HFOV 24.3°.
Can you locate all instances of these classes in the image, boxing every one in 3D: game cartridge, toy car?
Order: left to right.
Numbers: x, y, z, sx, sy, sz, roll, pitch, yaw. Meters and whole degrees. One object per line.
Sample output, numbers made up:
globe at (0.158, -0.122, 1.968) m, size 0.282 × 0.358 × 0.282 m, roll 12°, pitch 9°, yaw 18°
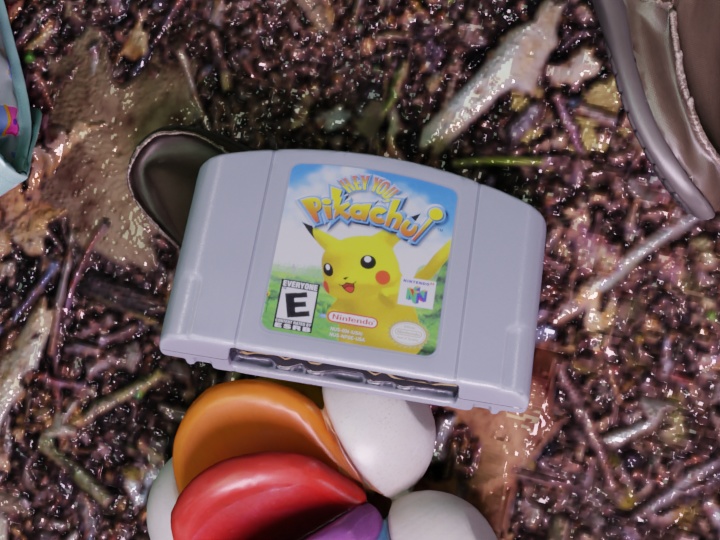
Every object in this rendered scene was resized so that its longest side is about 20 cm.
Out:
toy car at (-0.033, 0.148, 0.898) m, size 0.174 × 0.150 × 0.202 m, roll -31°, pitch 75°, yaw 15°
game cartridge at (0.000, 0.000, 0.907) m, size 0.197 × 0.041 × 0.135 m, roll 9°, pitch 56°, yaw 1°

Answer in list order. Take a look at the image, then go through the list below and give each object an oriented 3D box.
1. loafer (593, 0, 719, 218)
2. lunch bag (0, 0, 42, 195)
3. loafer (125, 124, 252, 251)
loafer at (0.163, -0.128, 0.881) m, size 0.070 × 0.073 × 0.202 m, roll -19°, pitch 81°, yaw 12°
lunch bag at (-0.297, -0.099, 1.043) m, size 0.169 × 0.122 × 0.202 m, roll -29°, pitch 70°, yaw 16°
loafer at (-0.064, -0.022, 0.969) m, size 0.199 × 0.071 × 0.073 m, roll 37°, pitch 98°, yaw 20°
